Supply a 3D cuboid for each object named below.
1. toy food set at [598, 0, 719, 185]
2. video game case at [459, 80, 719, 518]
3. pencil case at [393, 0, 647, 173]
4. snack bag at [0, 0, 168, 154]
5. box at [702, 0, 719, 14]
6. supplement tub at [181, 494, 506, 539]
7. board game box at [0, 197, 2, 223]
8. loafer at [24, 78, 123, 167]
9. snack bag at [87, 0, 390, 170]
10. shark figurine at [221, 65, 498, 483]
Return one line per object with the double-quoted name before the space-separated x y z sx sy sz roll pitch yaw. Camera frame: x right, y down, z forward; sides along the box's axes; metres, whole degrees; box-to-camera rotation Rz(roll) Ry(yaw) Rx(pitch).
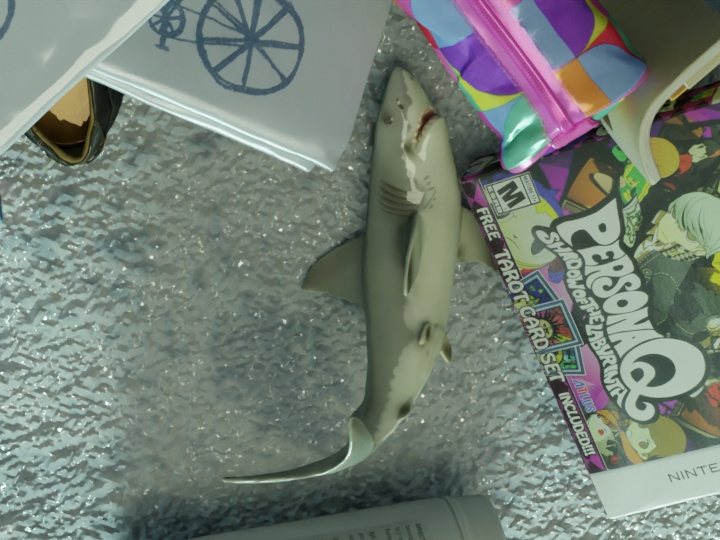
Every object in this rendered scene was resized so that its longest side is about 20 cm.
"toy food set" 0.186 -0.135 1.074 0.200 0.144 0.060 -42 118 9
"video game case" 0.168 0.013 1.130 0.181 0.036 0.201 -16 107 27
"pencil case" 0.040 -0.139 1.002 0.088 0.088 0.200 -38 104 8
"snack bag" -0.146 -0.175 0.947 0.200 0.021 0.189 -41 96 0
"box" 0.147 -0.227 0.931 0.117 0.197 0.200 -32 138 -13
"supplement tub" -0.021 0.194 1.201 0.199 0.132 0.132 -8 117 -7
"board game box" -0.300 -0.055 1.059 0.195 0.056 0.200 -32 118 5
"loafer" -0.156 -0.139 1.039 0.073 0.072 0.201 -24 118 2
"snack bag" -0.063 -0.168 1.026 0.188 0.021 0.201 21 84 -22
"shark figurine" 0.001 0.022 1.139 0.089 0.215 0.128 3 157 27
